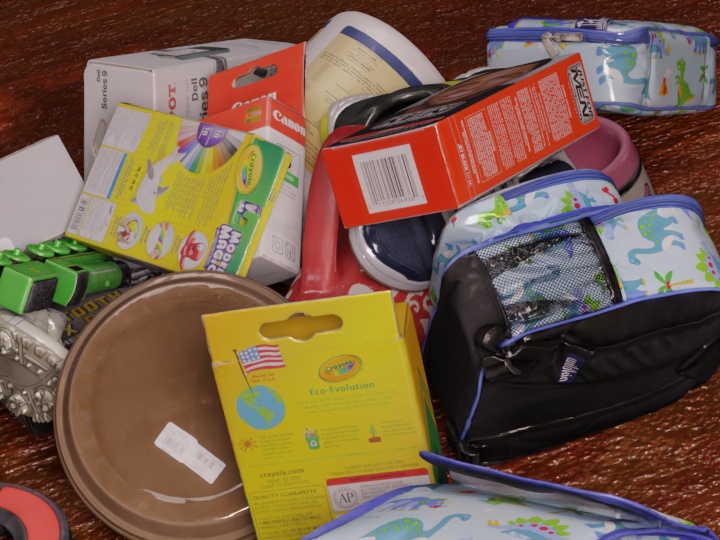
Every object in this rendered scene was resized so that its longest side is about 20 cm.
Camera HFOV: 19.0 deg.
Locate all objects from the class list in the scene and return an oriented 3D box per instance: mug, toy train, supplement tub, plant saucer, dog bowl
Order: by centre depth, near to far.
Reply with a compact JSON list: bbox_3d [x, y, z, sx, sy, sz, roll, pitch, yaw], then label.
[{"bbox_3d":[-0.113,0.093,1.467,0.199,0.201,0.029,-14,-17,-3],"label":"plant saucer"},{"bbox_3d":[-0.005,0.007,1.593,0.133,0.178,0.200,-36,14,39],"label":"mug"},{"bbox_3d":[-0.231,0.004,1.645,0.056,0.042,0.200,22,11,15],"label":"toy train"},{"bbox_3d":[0.143,-0.063,1.757,0.199,0.074,0.200,-9,27,5],"label":"dog bowl"},{"bbox_3d":[-0.030,-0.100,1.777,0.200,0.145,0.144,-47,37,-14],"label":"supplement tub"}]

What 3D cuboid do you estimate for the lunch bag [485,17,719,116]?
[{"bbox_3d":[0.208,-0.178,1.874,0.160,0.083,0.200,5,7,36],"label":"lunch bag"}]

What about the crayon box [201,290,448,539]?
[{"bbox_3d":[-0.017,0.097,1.372,0.126,0.201,0.051,-7,27,10],"label":"crayon box"}]

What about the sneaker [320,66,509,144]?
[{"bbox_3d":[0.072,-0.115,1.692,0.199,0.075,0.085,-14,8,-17],"label":"sneaker"}]

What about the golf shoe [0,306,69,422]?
[{"bbox_3d":[-0.250,0.050,1.604,0.097,0.079,0.199,-26,30,-35],"label":"golf shoe"}]

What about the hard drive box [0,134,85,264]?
[{"bbox_3d":[-0.315,-0.019,1.755,0.155,0.077,0.200,-27,-5,-23],"label":"hard drive box"}]

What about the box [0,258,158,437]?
[{"bbox_3d":[-0.206,0.046,1.723,0.199,0.049,0.158,-24,29,-22],"label":"box"}]

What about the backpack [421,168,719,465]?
[{"bbox_3d":[0.146,0.021,1.452,0.199,0.183,0.148,-13,62,-12],"label":"backpack"}]

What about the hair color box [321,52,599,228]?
[{"bbox_3d":[0.073,-0.092,1.491,0.101,0.062,0.200,-10,12,37],"label":"hair color box"}]

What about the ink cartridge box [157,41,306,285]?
[{"bbox_3d":[-0.098,-0.083,1.666,0.109,0.050,0.201,-15,62,35],"label":"ink cartridge box"}]

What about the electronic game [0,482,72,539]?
[{"bbox_3d":[-0.293,0.205,1.460,0.199,0.042,0.200,-10,26,5],"label":"electronic game"}]

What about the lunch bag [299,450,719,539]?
[{"bbox_3d":[0.090,0.180,1.265,0.169,0.128,0.199,10,21,41],"label":"lunch bag"}]

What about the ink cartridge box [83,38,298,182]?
[{"bbox_3d":[-0.138,-0.115,1.840,0.084,0.147,0.200,11,17,37],"label":"ink cartridge box"}]

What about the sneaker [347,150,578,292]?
[{"bbox_3d":[0.089,-0.038,1.535,0.199,0.070,0.108,-1,-26,-44],"label":"sneaker"}]

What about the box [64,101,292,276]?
[{"bbox_3d":[-0.130,-0.054,1.613,0.199,0.048,0.118,17,84,48],"label":"box"}]
